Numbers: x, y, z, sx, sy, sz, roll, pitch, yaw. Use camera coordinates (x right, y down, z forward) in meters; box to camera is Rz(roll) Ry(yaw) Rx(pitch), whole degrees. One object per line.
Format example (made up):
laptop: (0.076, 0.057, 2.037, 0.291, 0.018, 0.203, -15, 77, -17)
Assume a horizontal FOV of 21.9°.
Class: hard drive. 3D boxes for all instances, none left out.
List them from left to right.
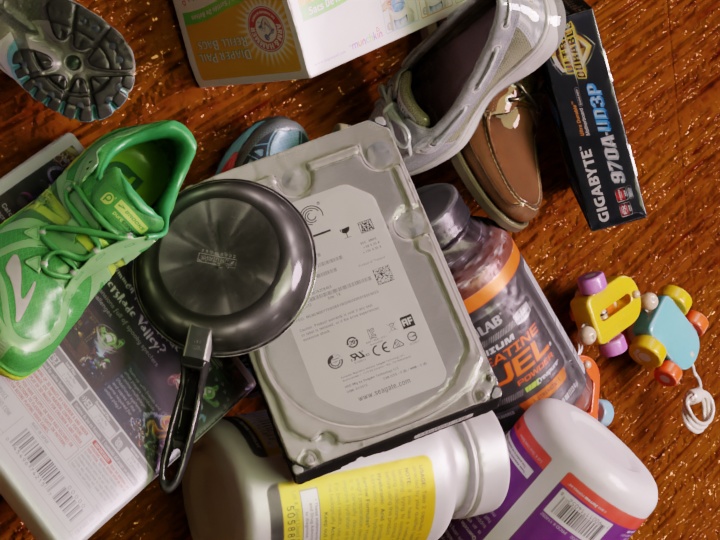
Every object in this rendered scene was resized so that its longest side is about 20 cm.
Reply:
hard drive: (-0.012, 0.016, 1.158, 0.140, 0.038, 0.200, -20, 73, -7)

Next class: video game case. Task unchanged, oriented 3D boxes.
video game case: (-0.179, 0.042, 1.115, 0.200, 0.023, 0.182, 54, 51, -7)

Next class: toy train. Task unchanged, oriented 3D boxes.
toy train: (0.208, 0.078, 1.522, 0.200, 0.056, 0.150, 4, 85, -42)

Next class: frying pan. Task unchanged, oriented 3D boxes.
frying pan: (-0.106, 0.025, 1.126, 0.190, 0.115, 0.031, -54, 165, -11)

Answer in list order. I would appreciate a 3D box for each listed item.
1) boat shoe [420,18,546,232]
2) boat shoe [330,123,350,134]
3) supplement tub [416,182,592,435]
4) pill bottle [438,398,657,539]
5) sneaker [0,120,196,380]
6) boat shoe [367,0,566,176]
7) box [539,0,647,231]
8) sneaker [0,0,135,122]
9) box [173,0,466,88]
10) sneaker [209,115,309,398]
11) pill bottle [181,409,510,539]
boat shoe: (0.098, -0.127, 1.360, 0.072, 0.068, 0.200, 17, 49, -50)
boat shoe: (0.000, 0.000, 1.278, 0.068, 0.075, 0.200, 4, 100, -8)
supplement tub: (0.084, 0.035, 1.360, 0.107, 0.107, 0.200, -51, 120, -35)
pill bottle: (0.109, 0.195, 1.314, 0.112, 0.112, 0.200, 28, 107, -40)
sneaker: (-0.164, -0.023, 1.082, 0.074, 0.084, 0.200, 43, 53, -16)
boat shoe: (0.057, -0.133, 1.291, 0.065, 0.202, 0.074, 0, 63, -41)
box: (0.170, -0.126, 1.423, 0.200, 0.046, 0.159, -80, 154, -77)
sneaker: (-0.222, -0.161, 1.099, 0.200, 0.086, 0.078, 44, 87, -11)
box: (-0.021, -0.203, 1.268, 0.200, 0.112, 0.101, -29, 111, -42)
sneaker: (-0.051, -0.008, 1.233, 0.079, 0.095, 0.200, 23, 70, -42)
pill bottle: (-0.007, 0.137, 1.217, 0.200, 0.111, 0.111, -8, 92, -27)
